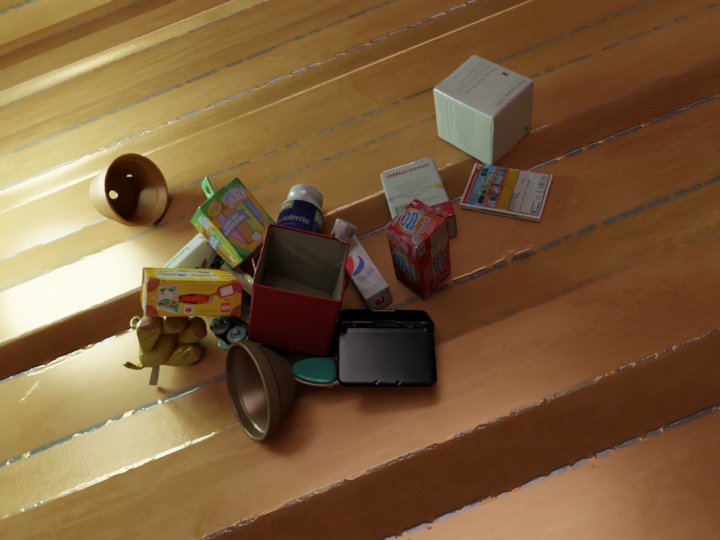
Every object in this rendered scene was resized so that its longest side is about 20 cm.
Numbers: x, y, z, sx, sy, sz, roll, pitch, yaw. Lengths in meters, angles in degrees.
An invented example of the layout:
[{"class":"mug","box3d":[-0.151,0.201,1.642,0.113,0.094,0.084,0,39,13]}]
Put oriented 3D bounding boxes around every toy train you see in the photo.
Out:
[{"class":"toy train","box3d":[-0.252,0.142,1.222,0.197,0.086,0.114,21,50,30]}]

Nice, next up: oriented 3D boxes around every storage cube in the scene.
[{"class":"storage cube","box3d":[-0.129,0.041,1.102,0.195,0.182,0.173,11,45,-6]}]

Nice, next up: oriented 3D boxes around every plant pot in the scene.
[{"class":"plant pot","box3d":[-0.676,-0.223,1.533,0.138,0.201,0.203,-2,53,35]},{"class":"plant pot","box3d":[-0.197,0.235,1.097,0.091,0.204,0.201,-13,44,-37]}]

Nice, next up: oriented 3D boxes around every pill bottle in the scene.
[{"class":"pill bottle","box3d":[-0.155,-0.111,1.345,0.113,0.117,0.203,-1,55,14]}]

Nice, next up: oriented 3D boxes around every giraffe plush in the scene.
[{"class":"giraffe plush","box3d":[-0.463,0.139,1.254,0.201,0.171,0.163,-52,39,19]}]

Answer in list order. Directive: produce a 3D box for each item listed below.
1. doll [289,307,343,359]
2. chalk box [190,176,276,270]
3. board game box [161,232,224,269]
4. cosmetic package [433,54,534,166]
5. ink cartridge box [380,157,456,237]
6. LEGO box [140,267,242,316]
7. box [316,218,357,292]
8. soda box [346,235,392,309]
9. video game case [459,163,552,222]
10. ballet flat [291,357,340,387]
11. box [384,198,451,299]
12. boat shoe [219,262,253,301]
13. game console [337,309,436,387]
[{"class":"doll","box3d":[-0.059,0.144,1.182,0.195,0.049,0.139,2,57,17]},{"class":"chalk box","box3d":[-0.312,-0.125,1.260,0.201,0.124,0.124,49,63,-9]},{"class":"board game box","box3d":[-0.397,-0.021,1.341,0.034,0.127,0.200,31,68,31]},{"class":"cosmetic package","box3d":[0.321,-0.418,1.396,0.167,0.168,0.199,-41,56,-15]},{"class":"ink cartridge box","box3d":[0.141,-0.166,1.321,0.143,0.083,0.203,-16,53,4]},{"class":"LEGO box","box3d":[-0.377,0.046,1.184,0.196,0.079,0.148,2,10,-27]},{"class":"box","box3d":[-0.070,-0.020,1.237,0.038,0.041,0.203,33,105,38]},{"class":"soda box","box3d":[0.000,0.000,1.254,0.063,0.069,0.201,-28,54,-6]},{"class":"video game case","box3d":[0.360,-0.196,1.323,0.196,0.018,0.145,14,61,23]},{"class":"ballet flat","box3d":[-0.045,0.218,1.111,0.195,0.066,0.072,-3,47,4]},{"class":"box","box3d":[0.129,-0.043,1.165,0.099,0.201,0.095,-42,57,-16]},{"class":"boat shoe","box3d":[-0.289,0.042,1.307,0.066,0.074,0.199,-42,46,-12]},{"class":"game console","box3d":[0.050,0.154,1.108,0.195,0.176,0.119,1,98,-2]}]
